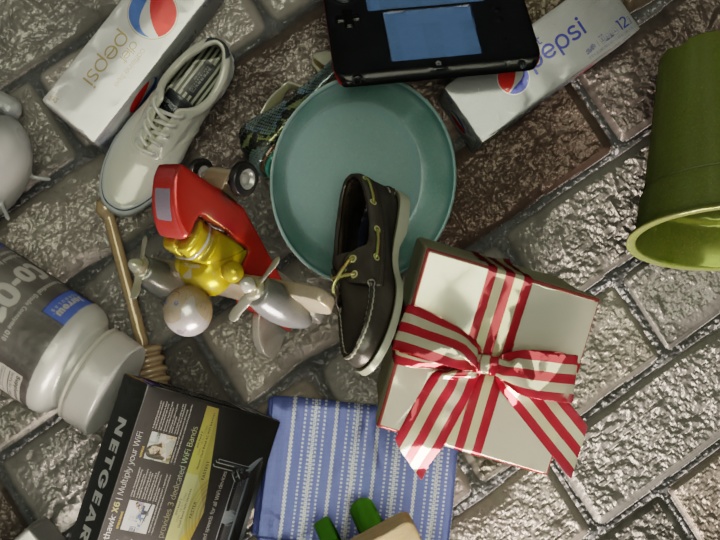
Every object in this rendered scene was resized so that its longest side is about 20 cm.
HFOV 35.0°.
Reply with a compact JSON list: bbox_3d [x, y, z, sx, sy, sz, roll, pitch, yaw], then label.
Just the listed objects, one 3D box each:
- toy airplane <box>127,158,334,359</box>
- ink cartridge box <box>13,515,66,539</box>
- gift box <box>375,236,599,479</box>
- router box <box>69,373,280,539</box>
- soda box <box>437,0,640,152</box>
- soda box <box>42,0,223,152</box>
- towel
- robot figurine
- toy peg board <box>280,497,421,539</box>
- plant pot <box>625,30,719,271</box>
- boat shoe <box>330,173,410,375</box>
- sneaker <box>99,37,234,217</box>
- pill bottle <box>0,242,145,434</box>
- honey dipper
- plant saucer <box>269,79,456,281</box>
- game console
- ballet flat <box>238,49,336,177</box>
[{"bbox_3d":[-0.124,0.012,1.050,0.198,0.201,0.142,37,59,4],"label":"toy airplane"},{"bbox_3d":[-0.333,0.358,1.076,0.199,0.086,0.147,-41,89,-6],"label":"ink cartridge box"},{"bbox_3d":[0.112,0.088,1.051,0.181,0.187,0.204,11,95,-1],"label":"gift box"},{"bbox_3d":[-0.176,0.215,1.067,0.156,0.052,0.203,22,83,-39],"label":"router box"},{"bbox_3d":[0.176,-0.206,1.145,0.199,0.063,0.069,-36,89,-4],"label":"soda box"},{"bbox_3d":[-0.221,-0.219,1.129,0.068,0.064,0.201,37,85,0],"label":"soda box"},{"bbox_3d":[-0.004,0.206,1.134,0.196,0.024,0.148,6,84,-4],"label":"towel"},{"bbox_3d":[-0.397,-0.122,1.090,0.198,0.113,0.171,32,57,1],"label":"robot figurine"},{"bbox_3d":[-0.018,0.330,1.084,0.197,0.098,0.202,-27,116,-5],"label":"toy peg board"},{"bbox_3d":[0.352,-0.119,1.101,0.196,0.200,0.194,2,73,-2],"label":"plant pot"},{"bbox_3d":[0.000,0.000,1.030,0.060,0.072,0.204,28,46,-24],"label":"boat shoe"},{"bbox_3d":[-0.193,-0.146,1.115,0.072,0.071,0.202,30,81,0],"label":"sneaker"},{"bbox_3d":[-0.308,0.060,1.071,0.198,0.114,0.115,31,85,7],"label":"pill bottle"},{"bbox_3d":[-0.226,0.024,1.127,0.037,0.038,0.204,-14,85,-3],"label":"honey dipper"},{"bbox_3d":[0.000,-0.089,1.116,0.196,0.036,0.204,-4,101,-22],"label":"plant saucer"},{"bbox_3d":[0.063,-0.252,1.113,0.196,0.031,0.179,-6,50,-3],"label":"game console"},{"bbox_3d":[-0.042,-0.178,1.136,0.199,0.074,0.074,-41,89,-8],"label":"ballet flat"}]
